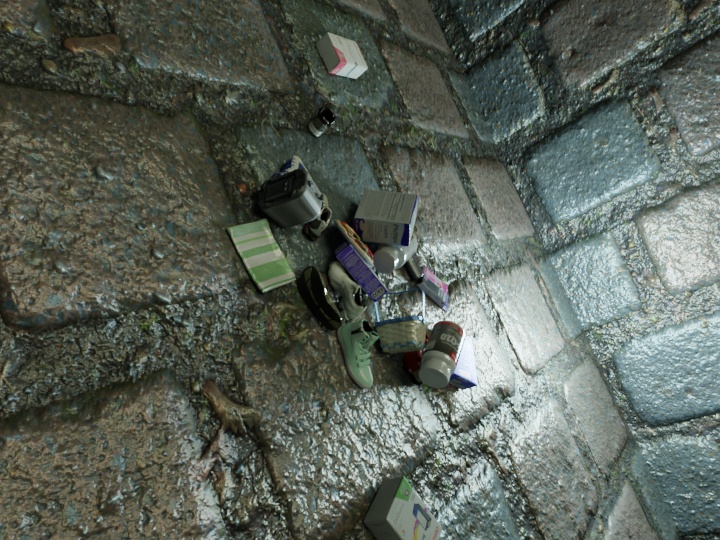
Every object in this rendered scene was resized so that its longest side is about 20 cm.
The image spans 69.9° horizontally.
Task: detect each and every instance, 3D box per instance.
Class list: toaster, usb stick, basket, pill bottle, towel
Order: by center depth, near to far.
[{"bbox_3d":[-0.272,-0.043,1.444,0.152,0.023,0.201,-24,87,-54],"label":"towel"},{"bbox_3d":[-0.207,-0.205,1.513,0.129,0.198,0.115,47,35,-47],"label":"toaster"},{"bbox_3d":[0.261,0.268,1.654,0.114,0.113,0.201,47,45,-18],"label":"pill bottle"},{"bbox_3d":[0.129,0.165,1.682,0.139,0.175,0.202,16,67,-62],"label":"basket"},{"bbox_3d":[0.122,-0.069,1.869,0.115,0.114,0.200,56,36,-7],"label":"pill bottle"},{"bbox_3d":[0.180,-0.057,1.995,0.055,0.033,0.201,-26,87,-25],"label":"usb stick"}]

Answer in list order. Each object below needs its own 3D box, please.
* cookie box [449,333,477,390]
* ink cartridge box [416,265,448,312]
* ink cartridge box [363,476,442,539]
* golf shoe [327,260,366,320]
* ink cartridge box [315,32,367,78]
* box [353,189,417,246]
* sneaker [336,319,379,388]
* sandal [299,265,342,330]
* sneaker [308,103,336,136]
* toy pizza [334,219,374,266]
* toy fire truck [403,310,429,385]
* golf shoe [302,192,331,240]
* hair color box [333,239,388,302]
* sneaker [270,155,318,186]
[{"bbox_3d":[0.351,0.321,1.924,0.171,0.075,0.202,31,45,-35],"label":"cookie box"},{"bbox_3d":[0.300,0.074,2.064,0.200,0.037,0.095,42,40,-28],"label":"ink cartridge box"},{"bbox_3d":[0.119,0.686,1.385,0.201,0.087,0.145,56,35,-10],"label":"ink cartridge box"},{"bbox_3d":[-0.034,0.052,1.612,0.078,0.097,0.202,-3,68,-49],"label":"golf shoe"},{"bbox_3d":[-0.078,-0.919,2.217,0.199,0.082,0.148,-15,79,-53],"label":"ink cartridge box"},{"bbox_3d":[0.092,-0.189,1.830,0.185,0.198,0.106,-71,164,-46],"label":"box"},{"bbox_3d":[0.013,0.244,1.522,0.074,0.118,0.202,-14,79,-55],"label":"sneaker"},{"bbox_3d":[-0.116,0.083,1.520,0.202,0.079,0.057,64,18,-7],"label":"sandal"},{"bbox_3d":[-0.126,-0.576,1.925,0.074,0.087,0.201,46,38,-20],"label":"sneaker"},{"bbox_3d":[-0.013,-0.097,1.709,0.201,0.032,0.200,50,5,-6],"label":"toy pizza"},{"bbox_3d":[0.215,0.260,1.774,0.175,0.129,0.201,-19,70,-53],"label":"toy fire truck"},{"bbox_3d":[-0.123,-0.186,1.670,0.077,0.088,0.201,34,42,-30],"label":"golf shoe"},{"bbox_3d":[0.000,0.000,1.677,0.200,0.065,0.109,52,2,-16],"label":"hair color box"},{"bbox_3d":[-0.226,-0.304,1.639,0.199,0.080,0.116,-9,70,-60],"label":"sneaker"}]
